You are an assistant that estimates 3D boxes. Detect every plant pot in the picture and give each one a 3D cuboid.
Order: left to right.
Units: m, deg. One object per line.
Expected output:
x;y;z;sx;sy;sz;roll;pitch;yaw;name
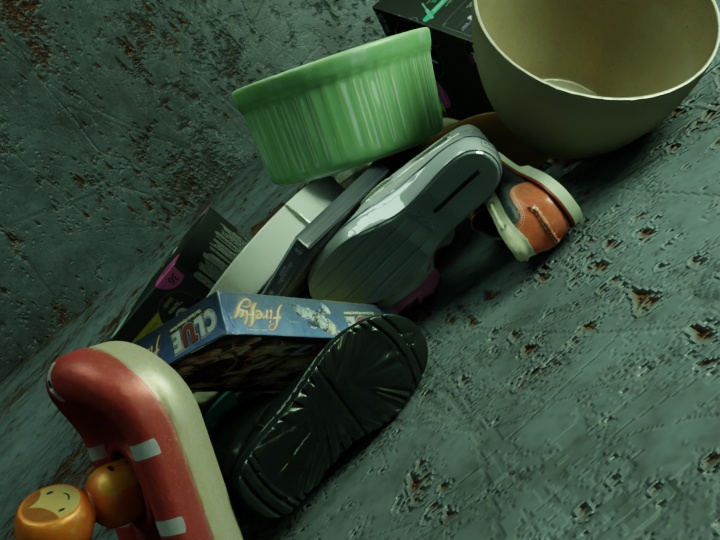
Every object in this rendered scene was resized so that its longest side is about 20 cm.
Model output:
0.185;-0.176;0.750;0.201;0.199;0.135;-48;-19;-26;plant pot

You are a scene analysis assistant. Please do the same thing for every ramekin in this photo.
-0.016;-0.154;0.839;0.198;0.099;0.200;-18;12;4;ramekin

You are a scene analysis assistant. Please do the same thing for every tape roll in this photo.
-0.083;-0.007;0.852;0.203;0.037;0.203;-49;-3;-4;tape roll

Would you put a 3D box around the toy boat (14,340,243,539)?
-0.173;0.154;0.602;0.130;0.202;0.130;-20;0;-36;toy boat

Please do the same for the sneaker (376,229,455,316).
0.038;-0.037;0.854;0.080;0.087;0.200;-33;16;18;sneaker

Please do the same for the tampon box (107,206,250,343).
-0.208;0.040;1.115;0.150;0.126;0.200;-47;13;19;tampon box

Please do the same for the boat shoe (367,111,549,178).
0.104;-0.121;0.899;0.198;0.071;0.070;-8;9;22;boat shoe

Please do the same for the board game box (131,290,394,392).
-0.079;0.064;0.724;0.135;0.035;0.199;-30;-24;36;board game box

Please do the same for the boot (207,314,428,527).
-0.050;0.115;0.693;0.198;0.073;0.162;-45;10;-22;boot

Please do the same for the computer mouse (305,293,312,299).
-0.100;0.078;0.952;0.200;0.053;0.138;-38;11;-35;computer mouse

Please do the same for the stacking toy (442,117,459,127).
0.085;-0.136;1.052;0.085;0.086;0.200;-40;9;1;stacking toy

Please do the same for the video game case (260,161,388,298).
-0.054;0.000;0.801;0.143;0.019;0.200;-48;-4;-45;video game case

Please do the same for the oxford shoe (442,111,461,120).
0.120;-0.200;1.113;0.073;0.085;0.199;-44;17;-21;oxford shoe

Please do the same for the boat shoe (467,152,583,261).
0.121;-0.057;0.752;0.063;0.071;0.200;-43;19;2;boat shoe

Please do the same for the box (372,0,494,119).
0.137;-0.257;0.983;0.124;0.149;0.200;-43;43;-10;box

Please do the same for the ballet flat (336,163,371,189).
0.021;-0.081;1.031;0.067;0.063;0.200;-32;-14;13;ballet flat

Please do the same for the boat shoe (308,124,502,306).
0.037;-0.043;0.740;0.199;0.074;0.067;-36;27;19;boat shoe

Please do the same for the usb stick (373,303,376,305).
0.000;0.000;0.925;0.055;0.033;0.201;0;27;10;usb stick

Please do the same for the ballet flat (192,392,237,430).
-0.168;0.147;0.806;0.069;0.070;0.200;-39;-4;5;ballet flat
